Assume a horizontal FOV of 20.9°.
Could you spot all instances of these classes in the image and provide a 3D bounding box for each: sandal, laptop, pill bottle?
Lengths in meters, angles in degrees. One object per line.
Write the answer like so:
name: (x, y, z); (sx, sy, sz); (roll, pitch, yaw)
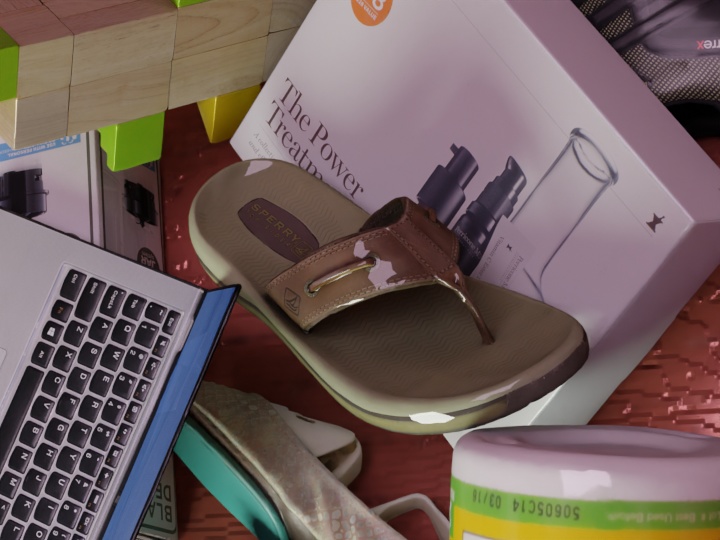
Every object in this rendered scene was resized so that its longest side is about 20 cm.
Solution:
sandal: (-0.001, 0.000, 0.745); (0.080, 0.058, 0.200); (-36, 46, -27)
laptop: (-0.139, 0.073, 0.773); (0.199, 0.116, 0.188); (21, 84, 26)
pill bottle: (0.084, 0.159, 0.685); (0.110, 0.111, 0.202); (2, 91, 24)

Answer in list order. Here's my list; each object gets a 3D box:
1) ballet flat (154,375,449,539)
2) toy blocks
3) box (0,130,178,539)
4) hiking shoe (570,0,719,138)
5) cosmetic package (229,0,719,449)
ballet flat: (-0.008, 0.104, 0.816); (0.062, 0.068, 0.200); (-36, 65, -20)
toy blocks: (-0.120, -0.126, 0.863); (0.137, 0.199, 0.100); (42, 137, 35)
box: (-0.149, 0.031, 0.888); (0.116, 0.060, 0.202); (-10, 72, 21)
hiking shoe: (0.104, -0.097, 0.804); (0.199, 0.076, 0.101); (27, 84, 26)
cosmetic package: (0.046, -0.039, 0.794); (0.200, 0.051, 0.151); (53, 124, 26)
